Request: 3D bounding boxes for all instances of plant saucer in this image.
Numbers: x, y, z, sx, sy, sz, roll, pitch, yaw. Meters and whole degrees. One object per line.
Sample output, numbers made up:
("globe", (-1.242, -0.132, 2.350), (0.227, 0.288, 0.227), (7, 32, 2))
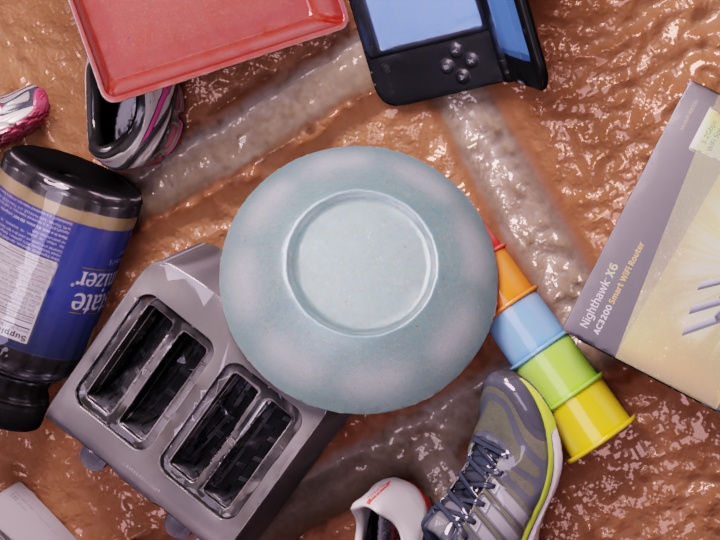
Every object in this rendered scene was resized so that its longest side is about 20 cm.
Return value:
("plant saucer", (-0.132, -0.240, 1.643), (0.199, 0.037, 0.200), (-20, 92, -21))
("plant saucer", (0.000, 0.000, 1.596), (0.201, 0.039, 0.201), (1, 72, -3))

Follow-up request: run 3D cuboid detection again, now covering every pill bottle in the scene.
("pill bottle", (-0.249, 0.015, 1.708), (0.112, 0.112, 0.200), (24, 102, 11))

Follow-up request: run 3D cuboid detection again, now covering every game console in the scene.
("game console", (0.045, -0.215, 1.575), (0.176, 0.116, 0.200), (-11, 102, 28))

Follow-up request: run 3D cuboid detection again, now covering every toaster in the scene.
("toaster", (-0.106, 0.091, 1.675), (0.181, 0.119, 0.200), (38, 104, 7))

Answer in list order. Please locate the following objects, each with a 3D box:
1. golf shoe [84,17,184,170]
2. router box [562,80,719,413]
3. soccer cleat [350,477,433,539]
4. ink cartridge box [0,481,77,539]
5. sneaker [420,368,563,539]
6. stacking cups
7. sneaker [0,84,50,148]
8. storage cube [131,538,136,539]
("golf shoe", (-0.162, -0.173, 1.675), (0.072, 0.092, 0.200), (8, 97, 16))
("router box", (0.257, -0.010, 1.586), (0.157, 0.052, 0.200), (27, 93, 11))
("soccer cleat", (0.020, 0.254, 1.672), (0.069, 0.085, 0.200), (2, 95, 27))
("ink cartridge box", (-0.311, 0.256, 1.706), (0.086, 0.200, 0.146), (44, 105, 5))
("sneaker", (0.090, 0.168, 1.630), (0.074, 0.081, 0.200), (23, 112, 48))
("stacking cups", (0.123, 0.040, 1.641), (0.060, 0.061, 0.200), (-33, 86, 16))
("sneaker", (-0.335, -0.122, 1.732), (0.200, 0.081, 0.075), (-5, 93, 16))
("storage cube", (-0.201, 0.335, 1.696), (0.171, 0.180, 0.200), (46, 106, 6))
